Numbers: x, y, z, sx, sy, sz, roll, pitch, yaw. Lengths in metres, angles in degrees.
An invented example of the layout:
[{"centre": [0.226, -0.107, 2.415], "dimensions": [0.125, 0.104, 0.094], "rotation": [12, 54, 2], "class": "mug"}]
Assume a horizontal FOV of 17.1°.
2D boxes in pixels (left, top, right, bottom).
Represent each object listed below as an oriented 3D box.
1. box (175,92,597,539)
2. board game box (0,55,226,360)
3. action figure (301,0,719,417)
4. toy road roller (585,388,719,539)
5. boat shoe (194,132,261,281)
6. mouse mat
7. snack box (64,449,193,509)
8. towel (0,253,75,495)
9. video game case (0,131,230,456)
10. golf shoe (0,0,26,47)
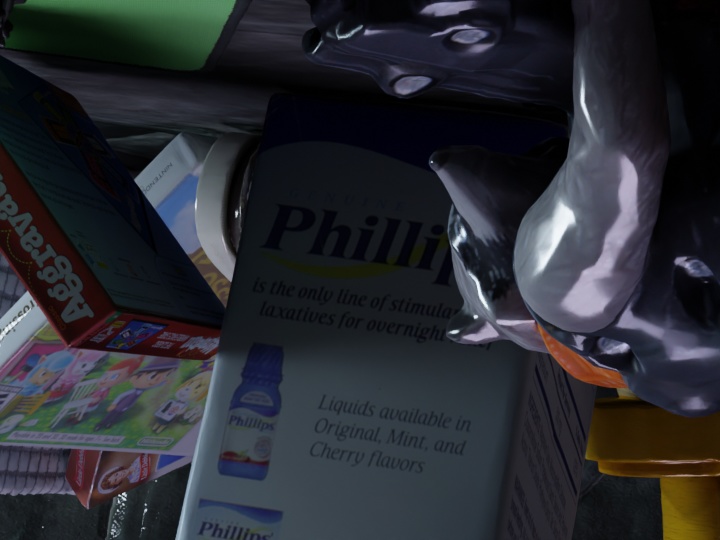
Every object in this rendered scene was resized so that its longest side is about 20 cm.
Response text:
[{"centre": [0.015, 0.068, 0.829], "dimensions": [0.104, 0.201, 0.184], "rotation": [8, 162, 12], "class": "box"}, {"centre": [-0.087, -0.020, 0.720], "dimensions": [0.019, 0.103, 0.200], "rotation": [-35, 173, 3], "class": "board game box"}, {"centre": [0.058, -0.018, 0.402], "dimensions": [0.199, 0.105, 0.193], "rotation": [6, 169, -23], "class": "action figure"}, {"centre": [0.184, 0.058, 0.951], "dimensions": [0.199, 0.147, 0.123], "rotation": [-2, 180, -11], "class": "toy road roller"}, {"centre": [0.000, 0.000, 1.005], "dimensions": [0.059, 0.072, 0.200], "rotation": [6, 161, 26], "class": "boat shoe"}, {"centre": [-0.111, -0.074, 0.628], "dimensions": [0.160, 0.008, 0.200], "rotation": [7, 176, -7], "class": "mouse mat"}, {"centre": [-0.094, 0.036, 1.159], "dimensions": [0.072, 0.200, 0.024], "rotation": [-24, -121, -34], "class": "snack box"}, {"centre": [-0.190, 0.020, 1.172], "dimensions": [0.085, 0.167, 0.200], "rotation": [13, 179, 17], "class": "towel"}, {"centre": [-0.077, 0.018, 1.081], "dimensions": [0.200, 0.182, 0.022], "rotation": [11, -140, -58], "class": "video game case"}, {"centre": [-0.126, -0.055, 0.481], "dimensions": [0.094, 0.078, 0.200], "rotation": [18, 171, 4], "class": "golf shoe"}]
